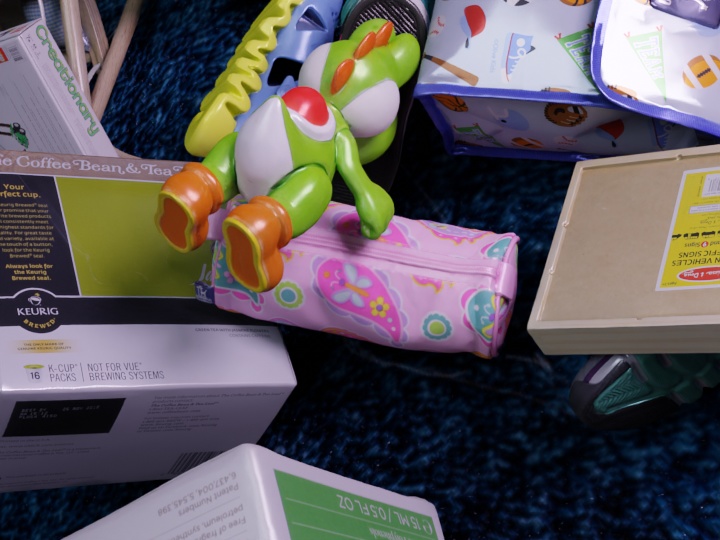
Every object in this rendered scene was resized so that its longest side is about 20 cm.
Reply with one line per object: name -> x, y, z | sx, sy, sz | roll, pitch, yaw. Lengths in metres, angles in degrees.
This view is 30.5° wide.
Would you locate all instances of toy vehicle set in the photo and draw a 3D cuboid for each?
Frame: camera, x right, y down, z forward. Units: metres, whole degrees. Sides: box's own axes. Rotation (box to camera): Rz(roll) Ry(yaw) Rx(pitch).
toy vehicle set -> 0.196, -0.014, 0.712 | 0.200, 0.027, 0.124 | -4, 51, 37

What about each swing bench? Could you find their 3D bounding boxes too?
swing bench -> -0.295, -0.168, 1.133 | 0.198, 0.130, 0.201 | -13, 65, 30

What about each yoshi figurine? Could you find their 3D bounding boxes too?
yoshi figurine -> -0.031, -0.070, 0.811 | 0.112, 0.112, 0.200 | -9, 34, 53

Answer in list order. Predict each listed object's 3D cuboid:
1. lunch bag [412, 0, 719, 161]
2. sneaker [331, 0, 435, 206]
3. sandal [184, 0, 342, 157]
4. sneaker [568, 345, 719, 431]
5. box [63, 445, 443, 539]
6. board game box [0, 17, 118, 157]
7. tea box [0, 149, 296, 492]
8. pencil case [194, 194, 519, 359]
lunch bag -> 0.150, -0.160, 0.829 | 0.199, 0.124, 0.170 | 8, 76, 22
sneaker -> 0.007, -0.128, 0.940 | 0.083, 0.121, 0.200 | 23, 125, 1
sandal -> -0.053, -0.149, 0.996 | 0.200, 0.087, 0.079 | -62, 15, -21
sneaker -> 0.193, 0.009, 0.769 | 0.200, 0.074, 0.088 | -38, 44, 3
box -> -0.063, 0.229, 0.758 | 0.200, 0.199, 0.172 | -29, 58, 23
board game box -> -0.256, -0.090, 1.045 | 0.126, 0.200, 0.035 | -9, 29, 32
tea box -> -0.179, 0.033, 0.906 | 0.134, 0.200, 0.197 | -55, 44, 44
pencil case -> 0.000, 0.000, 0.842 | 0.199, 0.087, 0.088 | 12, 78, 9
